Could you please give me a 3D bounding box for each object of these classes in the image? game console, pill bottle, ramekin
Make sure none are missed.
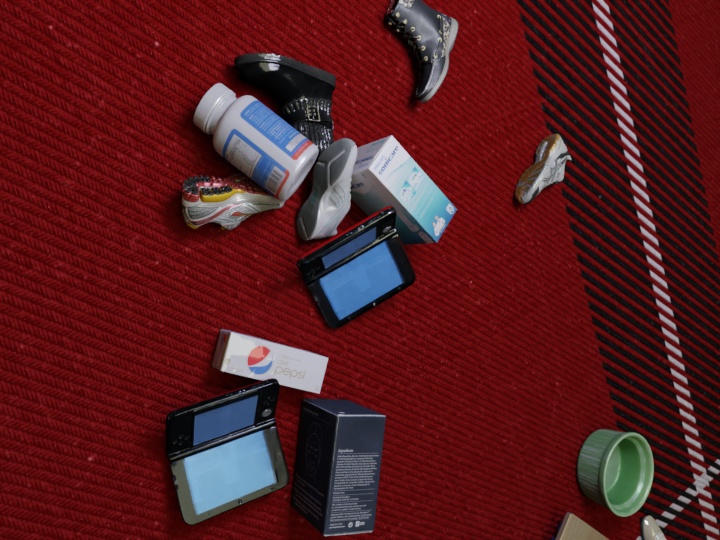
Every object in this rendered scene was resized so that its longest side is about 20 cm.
[{"bbox_3d":[0.000,0.000,1.104,0.197,0.173,0.121,-30,79,-5],"label":"game console"},{"bbox_3d":[-0.214,0.300,1.014,0.196,0.119,0.175,-13,139,-30],"label":"game console"},{"bbox_3d":[-0.177,-0.219,1.016,0.198,0.112,0.113,38,72,-2],"label":"pill bottle"},{"bbox_3d":[0.641,0.503,1.535,0.195,0.097,0.207,-1,91,-30],"label":"ramekin"}]

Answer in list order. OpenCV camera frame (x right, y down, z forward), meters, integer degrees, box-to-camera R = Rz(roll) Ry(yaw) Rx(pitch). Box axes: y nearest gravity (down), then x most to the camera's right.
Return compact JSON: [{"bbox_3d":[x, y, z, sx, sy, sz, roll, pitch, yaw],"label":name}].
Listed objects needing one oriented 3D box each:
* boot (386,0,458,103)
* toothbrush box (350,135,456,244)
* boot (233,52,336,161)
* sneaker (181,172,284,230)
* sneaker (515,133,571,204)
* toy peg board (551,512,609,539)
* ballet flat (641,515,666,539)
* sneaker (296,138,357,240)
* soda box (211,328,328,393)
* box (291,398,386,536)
[{"bbox_3d":[0.111,-0.460,1.229,0.151,0.073,0.208,27,71,-26],"label":"boot"},{"bbox_3d":[0.064,-0.146,1.162,0.199,0.145,0.086,42,71,-22],"label":"toothbrush box"},{"bbox_3d":[-0.131,-0.288,1.083,0.206,0.079,0.163,6,87,-31],"label":"boot"},{"bbox_3d":[-0.219,-0.118,1.047,0.196,0.078,0.084,-8,130,-38],"label":"sneaker"},{"bbox_3d":[0.437,-0.222,1.420,0.088,0.075,0.202,43,71,-23],"label":"sneaker"},{"bbox_3d":[0.520,0.729,1.484,0.197,0.098,0.203,35,73,-9],"label":"toy peg board"},{"bbox_3d":[0.823,0.777,1.664,0.068,0.069,0.206,-16,98,-28],"label":"ballet flat"},{"bbox_3d":[-0.050,-0.147,1.111,0.079,0.071,0.203,-1,127,-44],"label":"sneaker"},{"bbox_3d":[-0.160,0.163,1.081,0.196,0.063,0.070,19,81,-28],"label":"soda box"},{"bbox_3d":[-0.043,0.349,1.103,0.105,0.147,0.206,8,87,-30],"label":"box"}]
